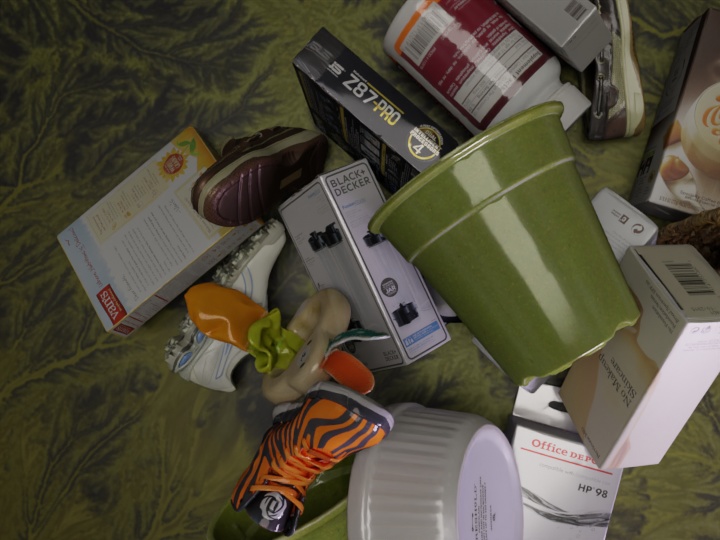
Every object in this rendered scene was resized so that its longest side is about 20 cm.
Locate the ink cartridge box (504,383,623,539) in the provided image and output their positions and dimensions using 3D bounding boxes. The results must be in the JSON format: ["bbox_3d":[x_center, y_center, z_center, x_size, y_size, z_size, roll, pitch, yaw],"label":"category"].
[{"bbox_3d":[0.198,0.225,0.797,0.115,0.067,0.201,14,91,6],"label":"ink cartridge box"}]

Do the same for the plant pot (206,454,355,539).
[{"bbox_3d":[-0.021,0.290,0.769,0.200,0.200,0.185,-26,98,4],"label":"plant pot"}]

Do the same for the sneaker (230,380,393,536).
[{"bbox_3d":[-0.044,0.164,0.642,0.077,0.200,0.112,32,61,-9],"label":"sneaker"}]

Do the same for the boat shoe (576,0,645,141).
[{"bbox_3d":[0.244,-0.233,0.797,0.065,0.073,0.201,-13,88,0],"label":"boat shoe"}]

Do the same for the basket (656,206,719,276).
[{"bbox_3d":[0.359,0.032,0.718,0.148,0.200,0.143,12,88,4],"label":"basket"}]

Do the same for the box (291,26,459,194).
[{"bbox_3d":[0.015,-0.134,0.753,0.161,0.200,0.049,40,88,6],"label":"box"}]

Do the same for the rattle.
[{"bbox_3d":[-0.073,0.050,0.708,0.130,0.200,0.143,-41,102,-7],"label":"rattle"}]

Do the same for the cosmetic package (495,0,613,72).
[{"bbox_3d":[0.158,-0.287,0.770,0.051,0.082,0.200,-49,65,19],"label":"cosmetic package"}]

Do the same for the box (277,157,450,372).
[{"bbox_3d":[0.000,0.000,0.784,0.060,0.117,0.201,-26,90,-30],"label":"box"}]

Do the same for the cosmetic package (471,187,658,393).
[{"bbox_3d":[0.207,0.025,0.776,0.074,0.102,0.200,43,92,23],"label":"cosmetic package"}]

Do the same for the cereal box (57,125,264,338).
[{"bbox_3d":[-0.220,-0.043,0.834,0.200,0.040,0.144,-38,65,5],"label":"cereal box"}]

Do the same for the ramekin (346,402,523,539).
[{"bbox_3d":[0.078,0.220,0.701,0.094,0.202,0.203,-8,88,30],"label":"ramekin"}]

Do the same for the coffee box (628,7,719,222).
[{"bbox_3d":[0.364,-0.146,0.781,0.114,0.080,0.201,17,91,5],"label":"coffee box"}]

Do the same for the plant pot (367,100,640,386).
[{"bbox_3d":[0.139,-0.010,0.669,0.200,0.200,0.190,-32,83,4],"label":"plant pot"}]

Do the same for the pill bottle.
[{"bbox_3d":[0.130,-0.202,0.787,0.200,0.114,0.114,45,93,4],"label":"pill bottle"}]

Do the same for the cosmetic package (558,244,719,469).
[{"bbox_3d":[0.265,0.084,0.719,0.071,0.105,0.201,-1,129,-16],"label":"cosmetic package"}]

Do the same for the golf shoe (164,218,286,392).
[{"bbox_3d":[-0.126,0.040,0.841,0.097,0.078,0.200,34,94,-16],"label":"golf shoe"}]

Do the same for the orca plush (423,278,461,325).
[{"bbox_3d":[0.143,0.007,0.822,0.200,0.071,0.105,-42,41,-4],"label":"orca plush"}]

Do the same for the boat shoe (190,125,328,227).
[{"bbox_3d":[-0.114,-0.102,0.780,0.075,0.202,0.075,26,120,18],"label":"boat shoe"}]
